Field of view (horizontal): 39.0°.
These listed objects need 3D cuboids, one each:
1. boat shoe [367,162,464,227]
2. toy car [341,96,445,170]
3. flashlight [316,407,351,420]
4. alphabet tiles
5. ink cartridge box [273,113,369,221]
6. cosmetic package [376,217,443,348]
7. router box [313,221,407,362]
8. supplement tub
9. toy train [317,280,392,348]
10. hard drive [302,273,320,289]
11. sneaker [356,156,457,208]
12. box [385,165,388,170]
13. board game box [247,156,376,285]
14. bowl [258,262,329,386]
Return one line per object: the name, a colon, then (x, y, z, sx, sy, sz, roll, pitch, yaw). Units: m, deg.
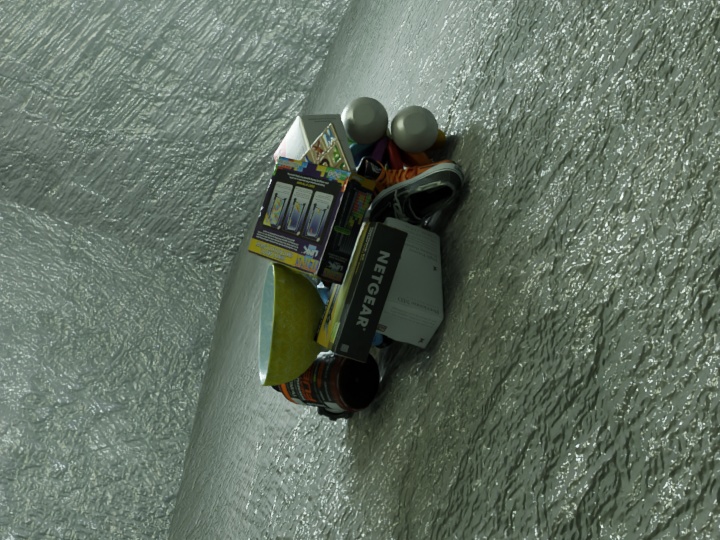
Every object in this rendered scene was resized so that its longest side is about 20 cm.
boat shoe: (0.083, -0.102, 1.655, 0.199, 0.074, 0.068, -23, 28, 33)
toy car: (0.046, -0.211, 1.806, 0.175, 0.199, 0.151, 72, -151, -81)
flashlight: (-0.037, 0.176, 1.863, 0.068, 0.068, 0.201, -45, 28, 43)
alphabet tiles: (-0.071, -0.112, 1.646, 0.200, 0.008, 0.168, -43, 58, 42)
ink cartridge box: (-0.070, -0.144, 1.735, 0.147, 0.082, 0.201, -45, 56, 57)
cosmetic package: (0.070, 0.016, 1.582, 0.200, 0.101, 0.074, -90, 23, -50)
router box: (-0.002, 0.028, 1.526, 0.157, 0.052, 0.201, -171, 99, -76)
supplement tub: (-0.070, 0.182, 1.740, 0.200, 0.107, 0.107, -2, 67, 45)
toy train: (-0.013, 0.046, 1.697, 0.114, 0.200, 0.087, 0, 35, 42)
hard drive: (-0.087, 0.037, 1.856, 0.140, 0.033, 0.201, 47, 135, 49)
sneaker: (0.061, -0.150, 1.709, 0.200, 0.112, 0.078, -28, 34, 33)
box: (0.008, -0.133, 2.170, 0.193, 0.047, 0.200, -93, 26, -53)
board game box: (-0.078, -0.081, 1.577, 0.200, 0.057, 0.166, 20, 92, 50)
bowl: (-0.102, 0.090, 1.658, 0.200, 0.107, 0.201, -176, 90, -79)
